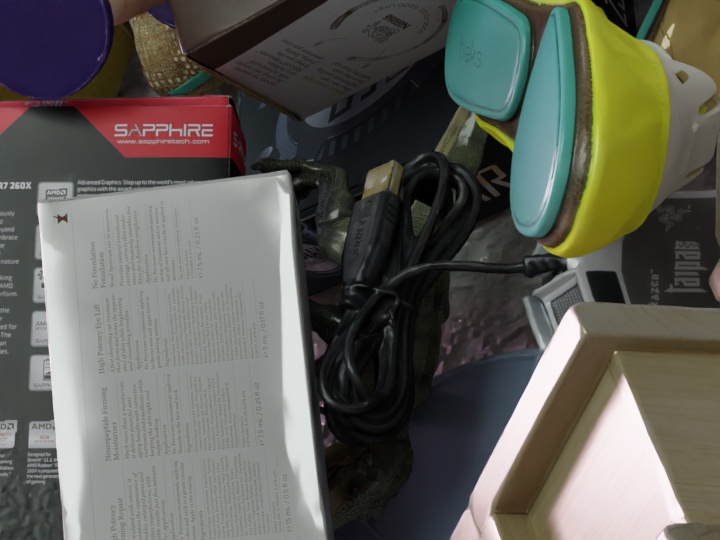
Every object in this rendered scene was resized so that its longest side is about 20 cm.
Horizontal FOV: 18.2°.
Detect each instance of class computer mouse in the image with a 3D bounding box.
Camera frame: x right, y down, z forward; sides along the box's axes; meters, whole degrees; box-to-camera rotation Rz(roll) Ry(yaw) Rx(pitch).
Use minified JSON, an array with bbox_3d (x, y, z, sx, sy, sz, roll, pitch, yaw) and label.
[{"bbox_3d":[0.091,0.011,0.713,0.200,0.044,0.110,2,48,10],"label":"computer mouse"}]

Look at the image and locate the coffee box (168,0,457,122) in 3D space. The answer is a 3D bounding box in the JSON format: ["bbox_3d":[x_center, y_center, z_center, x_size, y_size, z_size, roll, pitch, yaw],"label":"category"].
[{"bbox_3d":[0.026,-0.151,0.785,0.200,0.080,0.114,-26,64,23],"label":"coffee box"}]

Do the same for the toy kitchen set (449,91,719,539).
[{"bbox_3d":[0.116,0.068,0.630,0.163,0.200,0.181,-109,31,-42],"label":"toy kitchen set"}]

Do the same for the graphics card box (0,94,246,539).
[{"bbox_3d":[-0.103,0.042,0.764,0.125,0.051,0.200,-1,75,2],"label":"graphics card box"}]

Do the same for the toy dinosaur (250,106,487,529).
[{"bbox_3d":[0.000,0.000,0.789,0.088,0.047,0.200,5,70,35],"label":"toy dinosaur"}]

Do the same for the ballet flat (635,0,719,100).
[{"bbox_3d":[0.151,-0.129,0.801,0.063,0.069,0.200,16,72,17],"label":"ballet flat"}]

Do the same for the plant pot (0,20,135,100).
[{"bbox_3d":[-0.220,-0.108,1.014,0.200,0.196,0.194,-35,42,3],"label":"plant pot"}]

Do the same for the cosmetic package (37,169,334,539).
[{"bbox_3d":[-0.050,0.074,0.702,0.082,0.051,0.200,-6,76,0],"label":"cosmetic package"}]

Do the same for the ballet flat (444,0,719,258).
[{"bbox_3d":[0.073,-0.052,0.685,0.200,0.067,0.067,-110,31,-72],"label":"ballet flat"}]

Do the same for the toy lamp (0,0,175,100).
[{"bbox_3d":[-0.082,-0.108,0.840,0.058,0.058,0.200,-30,4,21],"label":"toy lamp"}]

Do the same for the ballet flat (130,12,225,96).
[{"bbox_3d":[-0.084,-0.153,1.013,0.065,0.070,0.200,-42,36,31],"label":"ballet flat"}]

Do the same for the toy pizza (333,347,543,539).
[{"bbox_3d":[0.038,0.117,0.727,0.200,0.032,0.200,-24,46,28],"label":"toy pizza"}]

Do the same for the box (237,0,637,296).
[{"bbox_3d":[0.027,-0.104,0.891,0.160,0.044,0.200,-23,47,27],"label":"box"}]
